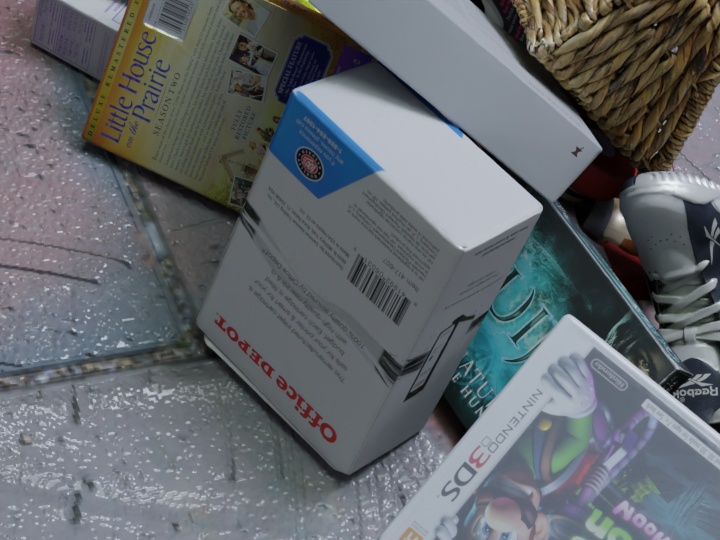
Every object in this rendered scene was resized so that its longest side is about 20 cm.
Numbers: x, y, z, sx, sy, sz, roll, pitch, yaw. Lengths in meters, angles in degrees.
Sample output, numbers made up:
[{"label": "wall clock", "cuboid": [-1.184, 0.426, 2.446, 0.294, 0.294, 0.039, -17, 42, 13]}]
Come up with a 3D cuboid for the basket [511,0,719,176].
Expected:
[{"label": "basket", "cuboid": [0.185, -0.188, 1.229, 0.149, 0.142, 0.201, 42, 24, -35]}]

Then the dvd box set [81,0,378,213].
[{"label": "dvd box set", "cuboid": [-0.072, -0.112, 1.266, 0.199, 0.147, 0.029, 24, 22, 3]}]

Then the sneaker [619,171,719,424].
[{"label": "sneaker", "cuboid": [0.218, 0.035, 1.234, 0.079, 0.199, 0.130, -3, 55, 26]}]

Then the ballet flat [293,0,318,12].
[{"label": "ballet flat", "cuboid": [-0.107, -0.204, 1.318, 0.199, 0.067, 0.067, 28, 26, 2]}]

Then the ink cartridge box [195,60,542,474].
[{"label": "ink cartridge box", "cuboid": [0.000, 0.000, 1.149, 0.146, 0.201, 0.084, 44, 43, 20]}]

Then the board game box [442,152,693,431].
[{"label": "board game box", "cuboid": [0.102, 0.033, 1.213, 0.200, 0.135, 0.028, 55, 17, 28]}]

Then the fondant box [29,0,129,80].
[{"label": "fondant box", "cuboid": [-0.114, -0.174, 1.362, 0.199, 0.058, 0.144, 29, 47, 7]}]

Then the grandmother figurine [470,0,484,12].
[{"label": "grandmother figurine", "cuboid": [0.042, -0.159, 1.305, 0.060, 0.201, 0.121, 36, 48, 14]}]

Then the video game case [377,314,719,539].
[{"label": "video game case", "cuboid": [0.140, 0.156, 1.118, 0.200, 0.023, 0.182, 39, 85, 16]}]

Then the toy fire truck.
[{"label": "toy fire truck", "cuboid": [0.166, -0.059, 1.333, 0.167, 0.112, 0.201, 25, 38, -26]}]

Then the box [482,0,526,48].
[{"label": "box", "cuboid": [0.128, -0.236, 1.457, 0.199, 0.123, 0.106, 25, 47, 2]}]

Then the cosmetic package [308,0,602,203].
[{"label": "cosmetic package", "cuboid": [0.048, -0.142, 1.168, 0.200, 0.052, 0.151, 38, 12, -21]}]
